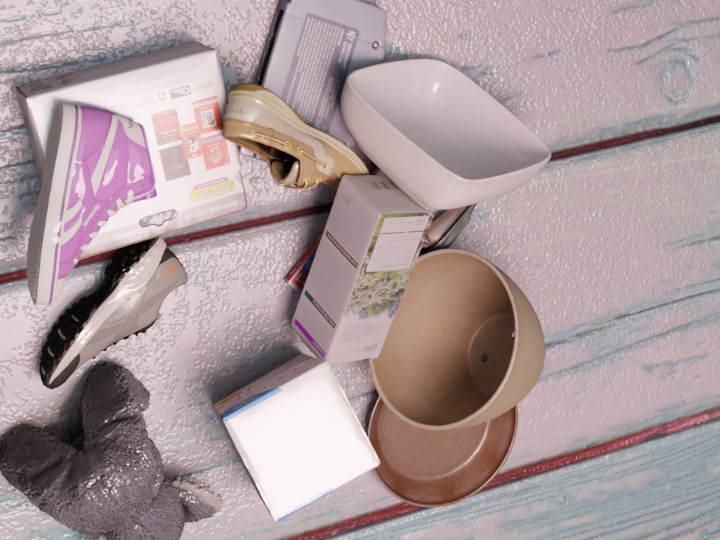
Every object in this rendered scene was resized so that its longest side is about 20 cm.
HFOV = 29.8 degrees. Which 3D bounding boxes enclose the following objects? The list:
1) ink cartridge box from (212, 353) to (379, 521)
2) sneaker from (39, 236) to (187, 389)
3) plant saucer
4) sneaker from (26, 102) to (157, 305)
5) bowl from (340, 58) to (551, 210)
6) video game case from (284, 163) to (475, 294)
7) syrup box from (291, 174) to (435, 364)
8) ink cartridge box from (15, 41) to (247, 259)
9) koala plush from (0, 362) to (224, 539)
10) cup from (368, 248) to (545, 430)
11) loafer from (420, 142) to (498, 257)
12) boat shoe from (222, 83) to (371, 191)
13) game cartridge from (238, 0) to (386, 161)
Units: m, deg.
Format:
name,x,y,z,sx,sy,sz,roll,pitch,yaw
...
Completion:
name,x,y,z,sx,sy,sz,roll,pitch,yaw
ink cartridge box,-0.078,0.178,1.491,0.128,0.200,0.125,-28,95,-10
sneaker,-0.264,0.054,1.447,0.200,0.074,0.079,-47,120,-5
plant saucer,0.095,0.188,1.643,0.200,0.037,0.201,-5,104,-21
sneaker,-0.260,-0.056,1.333,0.114,0.073,0.201,11,101,-27
bowl,0.084,-0.141,1.465,0.200,0.200,0.075,-20,147,-47
video game case,0.025,-0.026,1.571,0.143,0.017,0.200,39,87,-25
syrup box,0.000,0.000,1.472,0.079,0.081,0.200,-5,128,-38
ink cartridge box,-0.234,-0.126,1.406,0.200,0.084,0.176,-17,110,-17
koala plush,-0.256,0.242,1.454,0.177,0.184,0.200,-37,125,-9
cup,0.130,0.087,1.529,0.143,0.200,0.201,17,97,-49
loafer,0.117,-0.108,1.548,0.063,0.072,0.200,40,73,-18
boat shoe,-0.071,-0.121,1.426,0.200,0.074,0.067,33,70,-35
game cartridge,-0.048,-0.207,1.488,0.133,0.040,0.200,16,97,-21
